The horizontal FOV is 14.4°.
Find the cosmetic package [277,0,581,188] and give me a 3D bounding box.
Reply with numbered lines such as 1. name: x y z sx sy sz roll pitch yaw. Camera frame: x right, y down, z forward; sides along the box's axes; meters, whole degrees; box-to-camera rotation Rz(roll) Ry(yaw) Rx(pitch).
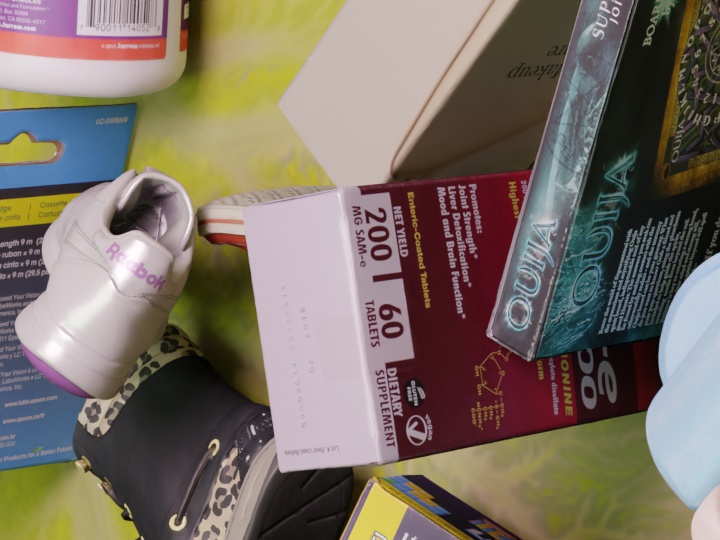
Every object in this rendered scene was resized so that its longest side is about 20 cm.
1. cosmetic package: 0.063 -0.118 1.199 0.073 0.103 0.200 54 129 25

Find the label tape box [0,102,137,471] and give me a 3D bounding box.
1. label tape box: -0.201 0.004 1.448 0.063 0.144 0.201 27 113 41

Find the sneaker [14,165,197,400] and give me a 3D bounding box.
1. sneaker: -0.105 -0.008 1.356 0.075 0.200 0.100 34 106 -11

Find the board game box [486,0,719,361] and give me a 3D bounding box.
1. board game box: 0.126 -0.066 1.120 0.028 0.135 0.201 32 116 37

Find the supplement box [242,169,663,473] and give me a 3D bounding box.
1. supplement box: 0.048 0.016 1.162 0.061 0.199 0.110 -9 89 44

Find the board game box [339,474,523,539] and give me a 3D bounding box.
1. board game box: 0.038 0.217 1.251 0.165 0.057 0.201 32 103 27

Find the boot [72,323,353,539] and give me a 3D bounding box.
1. boot: -0.093 0.140 1.391 0.154 0.073 0.205 39 108 46

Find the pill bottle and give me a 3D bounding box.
1. pill bottle: -0.136 -0.189 1.379 0.112 0.112 0.202 14 104 43

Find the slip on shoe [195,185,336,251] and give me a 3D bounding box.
1. slip on shoe: 0.000 0.000 1.303 0.199 0.074 0.062 16 110 38

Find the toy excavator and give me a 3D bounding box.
1. toy excavator: 0.158 0.077 1.061 0.195 0.199 0.100 53 127 26
